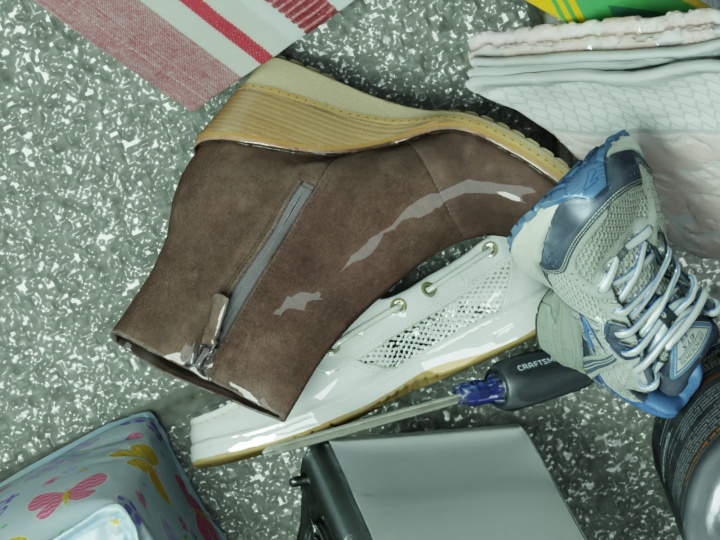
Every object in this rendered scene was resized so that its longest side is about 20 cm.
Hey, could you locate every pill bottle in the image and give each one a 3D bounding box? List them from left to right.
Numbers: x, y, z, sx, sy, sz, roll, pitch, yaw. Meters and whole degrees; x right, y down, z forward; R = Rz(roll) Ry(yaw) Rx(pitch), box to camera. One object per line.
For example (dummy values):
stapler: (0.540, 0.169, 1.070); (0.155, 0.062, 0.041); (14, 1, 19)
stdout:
pill bottle: (0.196, 0.102, 1.161); (0.105, 0.200, 0.107); (0, 101, 1)

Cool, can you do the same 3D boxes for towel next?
towel: (-0.053, -0.161, 1.136); (0.199, 0.023, 0.144); (-31, 136, 25)
towel: (0.169, -0.054, 1.110); (0.191, 0.199, 0.032); (32, 72, -33)

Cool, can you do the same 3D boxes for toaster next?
toaster: (0.034, 0.185, 1.174); (0.118, 0.200, 0.182); (-5, 122, -15)

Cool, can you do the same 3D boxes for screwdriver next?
screwdriver: (0.034, 0.060, 1.189); (0.199, 0.028, 0.029); (-7, 80, -35)

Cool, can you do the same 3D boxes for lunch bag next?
lunch bag: (-0.170, 0.170, 1.194); (0.199, 0.170, 0.128); (-30, 101, 7)

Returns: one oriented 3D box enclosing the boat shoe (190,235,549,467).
boat shoe: (0.000, 0.034, 1.219); (0.199, 0.071, 0.070); (-24, 88, -9)

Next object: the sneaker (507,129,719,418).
sneaker: (0.126, 0.008, 1.121); (0.077, 0.200, 0.085); (-44, 66, -7)

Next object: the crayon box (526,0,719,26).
crayon box: (0.096, -0.175, 1.104); (0.199, 0.126, 0.051); (25, 141, -35)

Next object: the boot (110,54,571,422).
boot: (0.000, 0.000, 1.175); (0.199, 0.072, 0.167); (20, 71, 14)
